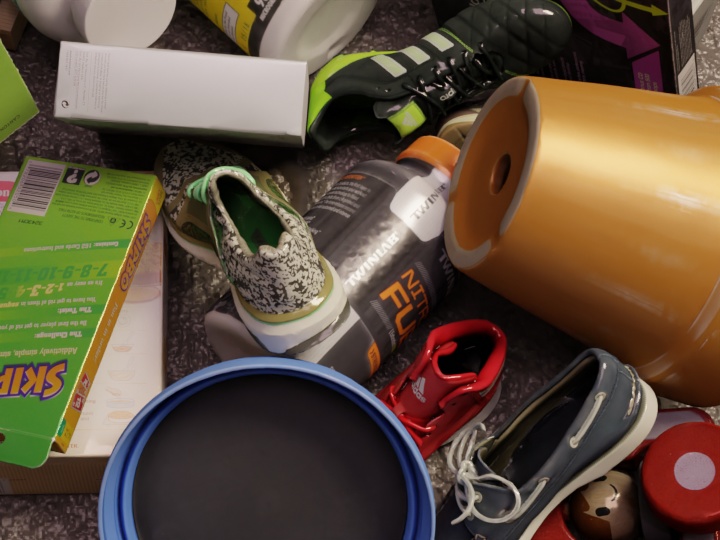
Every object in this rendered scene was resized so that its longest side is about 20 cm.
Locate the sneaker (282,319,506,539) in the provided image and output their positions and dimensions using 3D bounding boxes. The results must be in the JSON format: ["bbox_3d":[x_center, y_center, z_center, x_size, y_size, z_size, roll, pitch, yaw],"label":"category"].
[{"bbox_3d":[0.014,0.096,1.031,0.078,0.116,0.200,40,68,14],"label":"sneaker"}]

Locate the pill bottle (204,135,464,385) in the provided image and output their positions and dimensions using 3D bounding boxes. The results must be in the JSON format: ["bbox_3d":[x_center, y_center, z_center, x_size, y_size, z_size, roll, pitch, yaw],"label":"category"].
[{"bbox_3d":[0.000,0.000,1.082,0.106,0.106,0.200,39,68,14],"label":"pill bottle"}]

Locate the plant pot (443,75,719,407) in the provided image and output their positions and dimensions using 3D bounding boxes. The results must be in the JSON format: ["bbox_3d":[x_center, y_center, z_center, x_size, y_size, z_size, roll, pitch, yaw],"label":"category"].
[{"bbox_3d":[0.160,-0.034,1.029,0.183,0.200,0.201,17,62,-19],"label":"plant pot"}]

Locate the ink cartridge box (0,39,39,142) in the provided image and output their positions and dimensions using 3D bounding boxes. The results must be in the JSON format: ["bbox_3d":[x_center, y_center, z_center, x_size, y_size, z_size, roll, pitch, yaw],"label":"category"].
[{"bbox_3d":[-0.317,-0.140,1.093,0.148,0.076,0.200,-37,51,2],"label":"ink cartridge box"}]

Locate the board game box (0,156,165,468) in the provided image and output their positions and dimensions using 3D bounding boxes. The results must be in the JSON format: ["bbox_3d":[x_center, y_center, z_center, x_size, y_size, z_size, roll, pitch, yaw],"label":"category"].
[{"bbox_3d":[-0.196,0.025,1.007,0.095,0.030,0.201,9,62,18],"label":"board game box"}]

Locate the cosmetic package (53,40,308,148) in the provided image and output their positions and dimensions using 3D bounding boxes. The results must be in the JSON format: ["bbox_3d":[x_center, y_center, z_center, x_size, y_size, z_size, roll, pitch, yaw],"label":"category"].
[{"bbox_3d":[-0.109,-0.112,1.078,0.150,0.200,0.052,6,92,-2],"label":"cosmetic package"}]

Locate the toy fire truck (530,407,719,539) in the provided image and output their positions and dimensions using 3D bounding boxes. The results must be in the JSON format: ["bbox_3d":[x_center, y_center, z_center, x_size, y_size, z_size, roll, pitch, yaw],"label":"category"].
[{"bbox_3d":[0.162,0.182,1.014,0.167,0.112,0.201,-6,62,14],"label":"toy fire truck"}]

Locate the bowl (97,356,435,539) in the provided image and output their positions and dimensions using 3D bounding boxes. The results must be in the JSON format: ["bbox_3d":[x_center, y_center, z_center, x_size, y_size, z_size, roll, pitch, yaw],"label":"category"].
[{"bbox_3d":[-0.055,0.146,0.986,0.200,0.039,0.202,0,104,1],"label":"bowl"}]

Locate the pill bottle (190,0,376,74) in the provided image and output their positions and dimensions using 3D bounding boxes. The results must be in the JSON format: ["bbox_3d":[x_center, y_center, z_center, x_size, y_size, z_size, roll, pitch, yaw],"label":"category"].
[{"bbox_3d":[-0.089,-0.240,1.188,0.114,0.114,0.200,-41,73,-20],"label":"pill bottle"}]

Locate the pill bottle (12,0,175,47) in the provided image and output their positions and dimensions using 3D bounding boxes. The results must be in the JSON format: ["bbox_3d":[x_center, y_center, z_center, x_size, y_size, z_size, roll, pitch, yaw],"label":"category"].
[{"bbox_3d":[-0.206,-0.231,1.137,0.111,0.111,0.200,-31,56,-17],"label":"pill bottle"}]

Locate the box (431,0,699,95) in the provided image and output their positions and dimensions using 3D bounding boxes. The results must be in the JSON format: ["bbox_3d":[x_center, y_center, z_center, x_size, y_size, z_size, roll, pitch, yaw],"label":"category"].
[{"bbox_3d":[0.133,-0.183,1.128,0.199,0.143,0.036,24,64,29],"label":"box"}]

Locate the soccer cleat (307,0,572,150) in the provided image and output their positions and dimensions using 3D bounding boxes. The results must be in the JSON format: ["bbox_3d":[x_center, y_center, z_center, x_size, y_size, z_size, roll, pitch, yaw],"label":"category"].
[{"bbox_3d":[0.052,-0.130,1.130,0.199,0.068,0.081,-15,42,28],"label":"soccer cleat"}]

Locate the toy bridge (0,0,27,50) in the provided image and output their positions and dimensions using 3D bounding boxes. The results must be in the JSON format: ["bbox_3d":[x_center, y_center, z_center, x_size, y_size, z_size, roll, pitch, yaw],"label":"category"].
[{"bbox_3d":[-0.250,-0.195,1.202,0.199,0.027,0.067,13,63,4],"label":"toy bridge"}]

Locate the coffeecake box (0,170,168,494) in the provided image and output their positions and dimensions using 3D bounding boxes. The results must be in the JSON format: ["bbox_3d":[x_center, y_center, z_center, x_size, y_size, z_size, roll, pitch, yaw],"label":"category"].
[{"bbox_3d":[-0.202,0.039,1.068,0.153,0.073,0.201,0,64,-4],"label":"coffeecake box"}]

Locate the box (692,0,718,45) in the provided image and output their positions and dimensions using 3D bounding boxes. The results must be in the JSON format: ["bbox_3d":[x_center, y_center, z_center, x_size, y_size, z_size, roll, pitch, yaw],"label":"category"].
[{"bbox_3d":[0.157,-0.223,1.190,0.200,0.125,0.098,32,66,11],"label":"box"}]

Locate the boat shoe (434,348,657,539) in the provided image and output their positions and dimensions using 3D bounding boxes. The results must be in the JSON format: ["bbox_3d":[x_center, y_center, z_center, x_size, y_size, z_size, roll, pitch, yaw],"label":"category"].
[{"bbox_3d":[0.091,0.126,1.005,0.200,0.062,0.075,-41,36,15],"label":"boat shoe"}]

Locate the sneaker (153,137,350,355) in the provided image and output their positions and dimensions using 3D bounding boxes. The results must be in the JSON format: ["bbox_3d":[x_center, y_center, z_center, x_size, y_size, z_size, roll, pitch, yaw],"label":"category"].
[{"bbox_3d":[-0.073,-0.040,1.007,0.077,0.089,0.200,-30,46,-14],"label":"sneaker"}]

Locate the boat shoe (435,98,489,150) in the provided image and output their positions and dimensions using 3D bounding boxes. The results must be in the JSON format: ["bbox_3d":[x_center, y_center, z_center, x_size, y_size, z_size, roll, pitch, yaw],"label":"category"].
[{"bbox_3d":[0.149,-0.092,1.156,0.200,0.072,0.066,3,39,-6],"label":"boat shoe"}]
